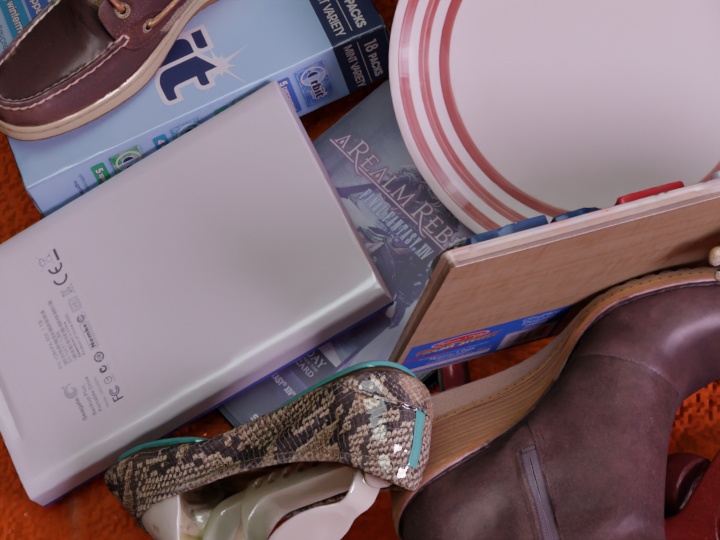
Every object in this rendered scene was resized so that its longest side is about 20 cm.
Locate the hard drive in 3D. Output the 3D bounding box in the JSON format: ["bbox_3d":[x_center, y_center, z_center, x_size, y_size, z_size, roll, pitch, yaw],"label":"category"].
[{"bbox_3d":[-0.098,0.011,1.140,0.200,0.025,0.132,-30,64,6],"label":"hard drive"}]

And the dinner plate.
[{"bbox_3d":[0.112,-0.094,1.092,0.199,0.201,0.024,5,22,14],"label":"dinner plate"}]

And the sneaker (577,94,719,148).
[{"bbox_3d":[0.151,-0.077,1.140,0.200,0.070,0.090,30,95,19],"label":"sneaker"}]

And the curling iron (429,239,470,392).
[{"bbox_3d":[0.057,0.077,1.084,0.049,0.026,0.201,-4,70,12],"label":"curling iron"}]

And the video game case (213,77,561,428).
[{"bbox_3d":[0.000,0.000,1.152,0.200,0.019,0.143,-41,63,-8],"label":"video game case"}]

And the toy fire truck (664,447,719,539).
[{"bbox_3d":[0.175,0.144,1.002,0.168,0.112,0.200,18,67,39],"label":"toy fire truck"}]

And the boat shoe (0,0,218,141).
[{"bbox_3d":[-0.115,-0.149,1.158,0.200,0.072,0.072,-39,57,-11],"label":"boat shoe"}]

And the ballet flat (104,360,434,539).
[{"bbox_3d":[-0.049,0.101,1.042,0.200,0.068,0.076,-22,53,38],"label":"ballet flat"}]

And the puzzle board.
[{"bbox_3d":[0.114,-0.005,1.026,0.199,0.151,0.017,-15,73,-15],"label":"puzzle board"}]

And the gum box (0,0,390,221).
[{"bbox_3d":[-0.103,-0.134,1.217,0.200,0.045,0.170,-25,55,-1],"label":"gum box"}]

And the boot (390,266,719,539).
[{"bbox_3d":[0.116,0.097,1.005,0.200,0.072,0.167,-25,48,1],"label":"boot"}]

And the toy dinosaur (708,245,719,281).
[{"bbox_3d":[0.243,0.010,1.039,0.058,0.200,0.101,4,99,51],"label":"toy dinosaur"}]
